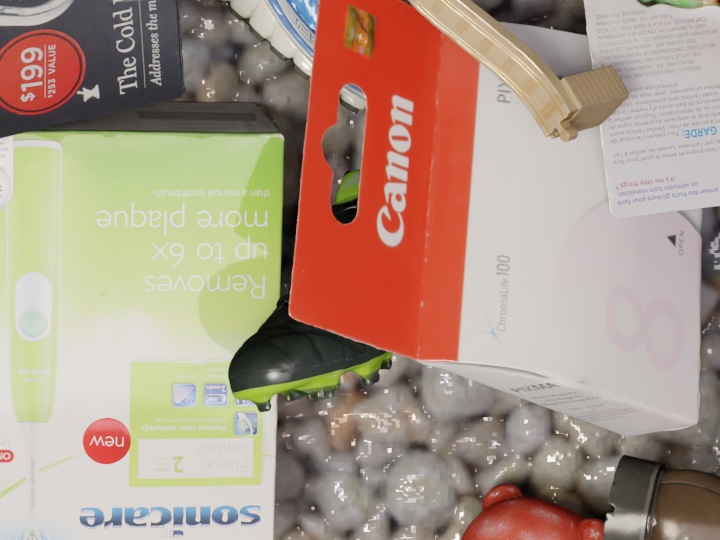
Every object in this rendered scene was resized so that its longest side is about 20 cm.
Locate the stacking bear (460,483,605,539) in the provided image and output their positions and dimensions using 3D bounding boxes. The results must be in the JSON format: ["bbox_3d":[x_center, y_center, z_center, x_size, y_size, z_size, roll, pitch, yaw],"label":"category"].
[{"bbox_3d":[0.061,0.203,1.118,0.113,0.121,0.201,21,87,-44],"label":"stacking bear"}]

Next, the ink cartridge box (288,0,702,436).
[{"bbox_3d":[0.066,-0.030,1.021,0.200,0.057,0.163,23,63,-40],"label":"ink cartridge box"}]

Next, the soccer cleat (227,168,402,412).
[{"bbox_3d":[0.000,0.000,1.040,0.067,0.200,0.081,-15,100,37],"label":"soccer cleat"}]

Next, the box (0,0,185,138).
[{"bbox_3d":[-0.172,-0.153,0.919,0.181,0.104,0.201,-14,130,-15],"label":"box"}]

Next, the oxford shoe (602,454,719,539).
[{"bbox_3d":[0.152,0.185,1.095,0.084,0.073,0.201,6,117,15],"label":"oxford shoe"}]

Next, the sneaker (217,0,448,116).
[{"bbox_3d":[-0.015,-0.136,1.048,0.200,0.079,0.089,39,97,-13],"label":"sneaker"}]

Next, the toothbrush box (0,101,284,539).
[{"bbox_3d":[-0.111,0.029,1.069,0.145,0.086,0.201,1,104,-8],"label":"toothbrush box"}]

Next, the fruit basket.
[{"bbox_3d":[0.180,-0.133,1.051,0.184,0.094,0.201,-8,97,-14],"label":"fruit basket"}]

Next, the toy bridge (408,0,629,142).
[{"bbox_3d":[0.040,-0.138,1.016,0.067,0.027,0.201,-16,70,-38],"label":"toy bridge"}]
